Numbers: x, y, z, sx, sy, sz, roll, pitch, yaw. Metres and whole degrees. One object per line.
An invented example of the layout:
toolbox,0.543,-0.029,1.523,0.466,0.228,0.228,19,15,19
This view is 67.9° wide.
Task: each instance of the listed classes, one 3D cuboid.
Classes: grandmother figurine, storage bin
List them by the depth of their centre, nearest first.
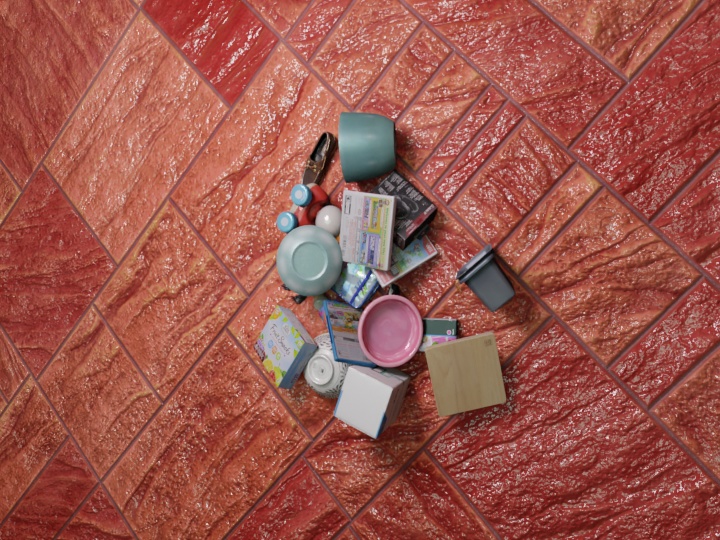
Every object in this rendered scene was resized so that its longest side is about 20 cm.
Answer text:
storage bin,0.341,0.032,1.456,0.145,0.200,0.135,-40,86,14
grandmother figurine,-0.147,0.028,1.702,0.120,0.059,0.207,-22,84,46

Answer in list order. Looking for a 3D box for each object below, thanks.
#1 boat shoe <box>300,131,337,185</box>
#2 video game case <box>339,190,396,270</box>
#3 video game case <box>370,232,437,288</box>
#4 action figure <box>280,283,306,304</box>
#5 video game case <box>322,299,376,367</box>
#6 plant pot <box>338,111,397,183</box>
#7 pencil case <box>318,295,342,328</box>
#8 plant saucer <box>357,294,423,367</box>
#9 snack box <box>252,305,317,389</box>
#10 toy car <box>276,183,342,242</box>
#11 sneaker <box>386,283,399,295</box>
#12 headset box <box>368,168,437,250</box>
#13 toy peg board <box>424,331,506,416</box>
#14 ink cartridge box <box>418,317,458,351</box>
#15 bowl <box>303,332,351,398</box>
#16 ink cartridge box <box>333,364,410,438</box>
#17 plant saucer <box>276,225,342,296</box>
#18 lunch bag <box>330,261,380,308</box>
boat shoe,-0.141,-0.345,1.697,0.069,0.070,0.205,27,99,17
video game case,0.017,-0.116,1.526,0.178,0.022,0.208,12,102,35
video game case,0.110,-0.058,1.572,0.196,0.018,0.145,-30,73,-13
action figure,-0.155,0.012,1.618,0.200,0.101,0.120,-47,70,25
video game case,-0.033,0.183,1.565,0.018,0.140,0.204,-48,41,35
plant pot,0.028,-0.366,1.574,0.155,0.200,0.209,-2,88,9
pencil case,-0.052,0.179,1.637,0.088,0.088,0.203,-38,71,15
plant saucer,0.084,0.172,1.543,0.193,0.051,0.209,-1,95,-12
snack box,-0.240,0.239,1.683,0.171,0.067,0.200,-57,47,12
toy car,-0.120,-0.143,1.625,0.197,0.184,0.180,34,100,15
sneaker,0.057,0.133,1.615,0.081,0.071,0.207,18,95,21
headset box,0.119,-0.172,1.565,0.199,0.078,0.149,43,74,14
toy peg board,0.290,0.277,1.508,0.192,0.098,0.207,-13,103,4
ink cartridge box,0.192,0.190,1.585,0.193,0.037,0.099,0,90,22
bowl,-0.108,0.301,1.660,0.194,0.094,0.209,-1,88,19
ink cartridge box,0.038,0.362,1.549,0.142,0.199,0.151,21,96,20
plant saucer,-0.147,-0.028,1.547,0.193,0.039,0.209,0,92,-5
lunch bag,0.000,0.000,1.634,0.160,0.082,0.202,39,103,13
